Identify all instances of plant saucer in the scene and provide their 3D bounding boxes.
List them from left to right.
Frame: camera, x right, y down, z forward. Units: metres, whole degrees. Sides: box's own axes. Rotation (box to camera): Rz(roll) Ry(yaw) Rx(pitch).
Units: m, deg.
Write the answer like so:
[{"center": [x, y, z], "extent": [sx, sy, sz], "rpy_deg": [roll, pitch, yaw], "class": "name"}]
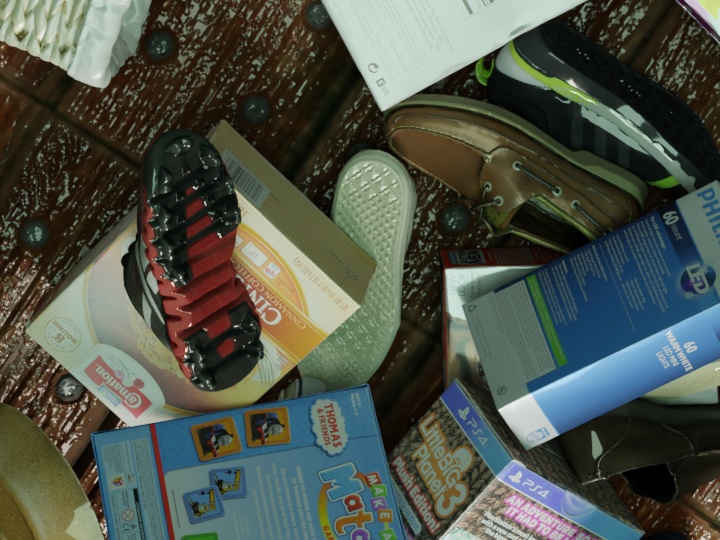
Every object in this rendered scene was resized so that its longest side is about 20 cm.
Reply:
[{"center": [-0.246, 0.193, 1.679], "extent": [0.035, 0.200, 0.201], "rpy_deg": [-23, 105, -34], "class": "plant saucer"}]

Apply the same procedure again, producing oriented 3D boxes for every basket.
[{"center": [-0.204, -0.248, 1.575], "extent": [0.160, 0.200, 0.199], "rpy_deg": [19, 101, -4], "class": "basket"}]

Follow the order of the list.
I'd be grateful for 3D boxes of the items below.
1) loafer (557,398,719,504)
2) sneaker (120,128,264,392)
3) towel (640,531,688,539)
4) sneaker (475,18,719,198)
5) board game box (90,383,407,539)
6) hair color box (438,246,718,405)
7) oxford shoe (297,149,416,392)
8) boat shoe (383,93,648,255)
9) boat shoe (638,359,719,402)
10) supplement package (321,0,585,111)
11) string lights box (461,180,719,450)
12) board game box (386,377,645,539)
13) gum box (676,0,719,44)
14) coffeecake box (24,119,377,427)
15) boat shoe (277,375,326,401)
[{"center": [0.220, 0.136, 1.703], "extent": [0.200, 0.073, 0.072], "rpy_deg": [8, 72, -31], "class": "loafer"}, {"center": [-0.122, -0.016, 1.558], "extent": [0.071, 0.098, 0.201], "rpy_deg": [-29, 133, -23], "class": "sneaker"}, {"center": [0.199, 0.242, 1.696], "extent": [0.112, 0.200, 0.049], "rpy_deg": [-36, 92, 6], "class": "towel"}, {"center": [0.172, -0.104, 1.697], "extent": [0.200, 0.072, 0.083], "rpy_deg": [37, 124, -9], "class": "sneaker"}, {"center": [-0.076, 0.165, 1.621], "extent": [0.199, 0.152, 0.037], "rpy_deg": [-10, 145, -6], "class": "board game box"}, {"center": [0.159, 0.041, 1.718], "extent": [0.199, 0.064, 0.111], "rpy_deg": [-2, 103, 0], "class": "hair color box"}, {"center": [0.000, 0.000, 1.709], "extent": [0.075, 0.058, 0.200], "rpy_deg": [14, 115, 3], "class": "oxford shoe"}, {"center": [0.106, -0.062, 1.660], "extent": [0.200, 0.072, 0.068], "rpy_deg": [20, 63, -2], "class": "boat shoe"}, {"center": [0.236, 0.051, 1.663], "extent": [0.201, 0.074, 0.063], "rpy_deg": [-12, 69, 10], "class": "boat shoe"}, {"center": [0.074, -0.212, 1.634], "extent": [0.200, 0.114, 0.110], "rpy_deg": [-28, 103, 3], "class": "supplement package"}, {"center": [0.179, 0.031, 1.616], "extent": [0.200, 0.103, 0.059], "rpy_deg": [-26, 136, 10], "class": "string lights box"}, {"center": [0.073, 0.204, 1.693], "extent": [0.200, 0.097, 0.159], "rpy_deg": [-48, 132, 11], "class": "board game box"}, {"center": [0.305, -0.194, 1.668], "extent": [0.200, 0.066, 0.114], "rpy_deg": [43, 96, -9], "class": "gum box"}, {"center": [-0.113, 0.020, 1.672], "extent": [0.153, 0.073, 0.200], "rpy_deg": [43, 116, -10], "class": "coffeecake box"}, {"center": [-0.078, 0.167, 1.733], "extent": [0.062, 0.072, 0.200], "rpy_deg": [18, 105, -6], "class": "boat shoe"}]
